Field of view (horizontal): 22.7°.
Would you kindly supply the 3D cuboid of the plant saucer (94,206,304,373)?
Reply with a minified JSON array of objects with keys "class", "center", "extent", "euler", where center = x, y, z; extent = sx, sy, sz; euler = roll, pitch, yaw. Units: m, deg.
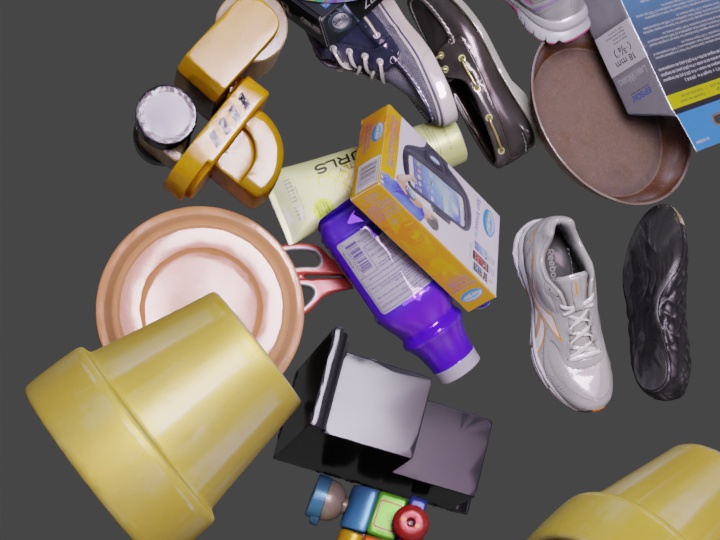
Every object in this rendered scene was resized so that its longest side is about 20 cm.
[{"class":"plant saucer","center":[-0.152,0.038,1.706],"extent":[0.199,0.032,0.201],"euler":[1,83,-7]}]

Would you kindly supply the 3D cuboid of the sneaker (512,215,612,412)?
[{"class":"sneaker","center":[0.202,0.041,1.750],"extent":[0.075,0.092,0.201],"euler":[-16,83,-13]}]

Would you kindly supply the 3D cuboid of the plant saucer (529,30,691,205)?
[{"class":"plant saucer","center":[0.244,-0.153,1.796],"extent":[0.200,0.034,0.201],"euler":[14,62,-28]}]

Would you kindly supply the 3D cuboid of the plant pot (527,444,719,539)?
[{"class":"plant pot","center":[0.283,0.268,1.672],"extent":[0.189,0.201,0.201],"euler":[-37,88,-30]}]

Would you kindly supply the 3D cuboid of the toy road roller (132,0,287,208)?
[{"class":"toy road roller","center":[-0.118,-0.150,1.710],"extent":[0.146,0.123,0.200],"euler":[39,79,-3]}]

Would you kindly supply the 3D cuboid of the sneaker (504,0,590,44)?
[{"class":"sneaker","center":[0.152,-0.313,1.785],"extent":[0.200,0.088,0.081],"euler":[34,53,24]}]

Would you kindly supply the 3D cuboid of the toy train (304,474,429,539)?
[{"class":"toy train","center":[-0.016,0.295,1.670],"extent":[0.115,0.085,0.201],"euler":[18,76,4]}]

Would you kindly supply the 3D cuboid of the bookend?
[{"class":"bookend","center":[0.039,0.142,1.641],"extent":[0.198,0.200,0.092],"euler":[17,73,-7]}]

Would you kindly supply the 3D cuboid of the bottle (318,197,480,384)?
[{"class":"bottle","center":[0.042,0.016,1.728],"extent":[0.083,0.065,0.200],"euler":[-36,99,-4]}]

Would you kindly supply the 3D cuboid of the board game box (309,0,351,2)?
[{"class":"board game box","center":[-0.020,-0.347,1.727],"extent":[0.157,0.039,0.201],"euler":[-8,57,7]}]

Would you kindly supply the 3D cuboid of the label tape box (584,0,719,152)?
[{"class":"label tape box","center":[0.320,-0.214,1.812],"extent":[0.144,0.063,0.201],"euler":[-19,83,-37]}]

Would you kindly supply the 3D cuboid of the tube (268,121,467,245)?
[{"class":"tube","center":[0.007,-0.094,1.763],"extent":[0.199,0.052,0.058],"euler":[-21,41,-9]}]

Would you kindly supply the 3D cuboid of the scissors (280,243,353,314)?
[{"class":"scissors","center":[0.000,0.000,1.759],"extent":[0.199,0.014,0.073],"euler":[-9,81,-12]}]

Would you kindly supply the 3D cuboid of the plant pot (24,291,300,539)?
[{"class":"plant pot","center":[-0.165,0.125,1.594],"extent":[0.189,0.201,0.201],"euler":[-39,88,-6]}]

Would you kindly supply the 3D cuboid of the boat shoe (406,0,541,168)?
[{"class":"boat shoe","center":[0.104,-0.197,1.787],"extent":[0.060,0.072,0.201],"euler":[-35,90,-19]}]

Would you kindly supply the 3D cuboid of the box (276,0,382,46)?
[{"class":"box","center":[-0.018,-0.332,1.768],"extent":[0.200,0.044,0.160],"euler":[-42,60,-15]}]

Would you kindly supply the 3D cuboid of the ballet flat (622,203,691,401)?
[{"class":"ballet flat","center":[0.300,0.032,1.800],"extent":[0.066,0.057,0.201],"euler":[-4,75,32]}]

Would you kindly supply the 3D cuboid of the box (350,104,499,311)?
[{"class":"box","center":[0.072,-0.052,1.709],"extent":[0.200,0.041,0.119],"euler":[41,35,-28]}]

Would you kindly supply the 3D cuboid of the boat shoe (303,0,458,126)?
[{"class":"boat shoe","center":[0.012,-0.208,1.766],"extent":[0.093,0.075,0.200],"euler":[-28,67,-9]}]
